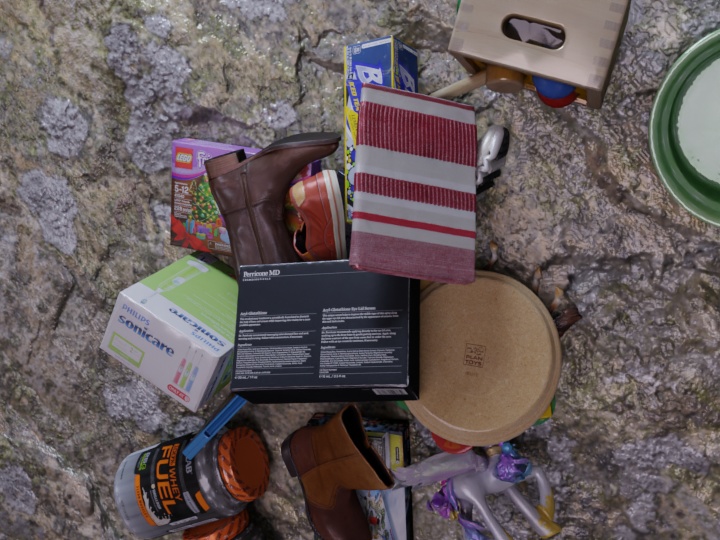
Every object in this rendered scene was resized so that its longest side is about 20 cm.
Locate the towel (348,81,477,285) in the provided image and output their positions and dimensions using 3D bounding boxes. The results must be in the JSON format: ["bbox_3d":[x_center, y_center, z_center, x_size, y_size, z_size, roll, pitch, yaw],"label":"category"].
[{"bbox_3d":[0.058,-0.091,0.956,0.141,0.023,0.205,8,75,-20],"label":"towel"}]

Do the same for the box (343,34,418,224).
[{"bbox_3d":[0.025,-0.154,1.016,0.069,0.064,0.206,-4,84,31],"label":"box"}]

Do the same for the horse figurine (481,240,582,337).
[{"bbox_3d":[0.160,0.042,1.065,0.197,0.050,0.134,28,119,7],"label":"horse figurine"}]

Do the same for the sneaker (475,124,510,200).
[{"bbox_3d":[0.099,-0.093,1.045,0.081,0.075,0.201,42,113,14],"label":"sneaker"}]

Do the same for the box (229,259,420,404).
[{"bbox_3d":[-0.035,0.068,0.981,0.195,0.079,0.145,-3,71,13],"label":"box"}]

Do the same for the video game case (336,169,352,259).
[{"bbox_3d":[0.000,0.000,1.097,0.142,0.019,0.204,33,120,31],"label":"video game case"}]

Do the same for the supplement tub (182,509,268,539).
[{"bbox_3d":[-0.169,0.441,1.253,0.120,0.122,0.204,-18,97,22],"label":"supplement tub"}]

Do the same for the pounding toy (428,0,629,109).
[{"bbox_3d":[0.165,-0.230,0.935,0.196,0.184,0.146,18,98,14],"label":"pounding toy"}]

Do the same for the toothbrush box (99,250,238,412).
[{"bbox_3d":[-0.204,0.068,1.122,0.144,0.200,0.087,31,112,7],"label":"toothbrush box"}]

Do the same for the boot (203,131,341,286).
[{"bbox_3d":[-0.085,-0.055,1.083,0.182,0.064,0.205,-10,104,21],"label":"boot"}]

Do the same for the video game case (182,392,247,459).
[{"bbox_3d":[-0.140,0.144,1.137,0.018,0.143,0.200,42,122,-4],"label":"video game case"}]

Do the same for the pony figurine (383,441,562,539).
[{"bbox_3d":[0.133,0.254,1.075,0.190,0.167,0.203,-23,80,-13],"label":"pony figurine"}]

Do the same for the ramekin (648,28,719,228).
[{"bbox_3d":[0.394,-0.149,0.907,0.195,0.098,0.205,5,107,18],"label":"ramekin"}]

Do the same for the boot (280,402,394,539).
[{"bbox_3d":[-0.005,0.262,1.091,0.199,0.068,0.192,-33,80,56],"label":"boot"}]

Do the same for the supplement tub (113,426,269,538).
[{"bbox_3d":[-0.230,0.288,1.233,0.197,0.122,0.125,-22,97,23],"label":"supplement tub"}]

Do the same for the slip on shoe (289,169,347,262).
[{"bbox_3d":[-0.048,-0.031,1.036,0.060,0.075,0.202,-11,140,-5],"label":"slip on shoe"}]

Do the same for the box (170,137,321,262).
[{"bbox_3d":[-0.150,-0.086,1.148,0.195,0.039,0.140,10,107,17],"label":"box"}]

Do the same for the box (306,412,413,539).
[{"bbox_3d":[0.001,0.296,1.199,0.133,0.038,0.205,2,105,19],"label":"box"}]

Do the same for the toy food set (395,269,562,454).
[{"bbox_3d":[0.127,0.100,1.007,0.195,0.049,0.203,-7,76,6],"label":"toy food set"}]
